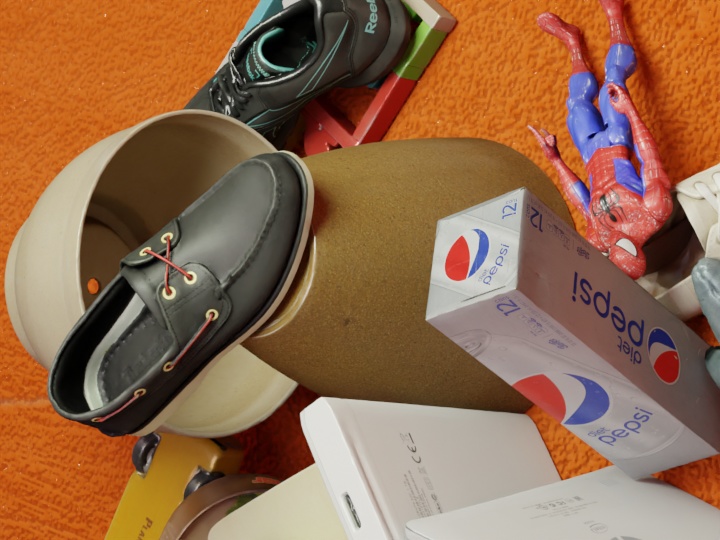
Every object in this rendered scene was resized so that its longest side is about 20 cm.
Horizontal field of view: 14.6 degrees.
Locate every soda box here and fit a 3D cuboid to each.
[{"bbox_3d":[0.122,0.038,1.559,0.063,0.200,0.069,-20,49,35],"label":"soda box"}]

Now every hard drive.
[{"bbox_3d":[0.058,0.138,1.602,0.027,0.200,0.132,-38,64,29],"label":"hard drive"}]

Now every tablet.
[{"bbox_3d":[0.133,0.149,1.544,0.130,0.200,0.014,27,115,37],"label":"tablet"}]

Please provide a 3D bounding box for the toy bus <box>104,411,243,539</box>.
[{"bbox_3d":[-0.126,0.192,1.817,0.065,0.078,0.201,33,105,38],"label":"toy bus"}]

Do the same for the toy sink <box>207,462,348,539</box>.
[{"bbox_3d":[-0.040,0.224,1.599,0.130,0.112,0.201,-32,77,38],"label":"toy sink"}]

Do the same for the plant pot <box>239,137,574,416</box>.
[{"bbox_3d":[0.000,0.000,1.664,0.186,0.200,0.187,-6,80,37],"label":"plant pot"}]

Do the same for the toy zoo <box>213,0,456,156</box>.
[{"bbox_3d":[-0.035,-0.117,1.817,0.131,0.020,0.200,45,112,32],"label":"toy zoo"}]

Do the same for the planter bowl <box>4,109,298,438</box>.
[{"bbox_3d":[-0.138,0.008,1.767,0.134,0.200,0.201,-8,80,47],"label":"planter bowl"}]

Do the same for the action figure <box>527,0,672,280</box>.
[{"bbox_3d":[0.139,-0.077,1.622,0.065,0.052,0.201,-33,50,29],"label":"action figure"}]

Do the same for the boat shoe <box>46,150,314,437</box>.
[{"bbox_3d":[-0.100,0.014,1.576,0.202,0.063,0.074,-50,56,21],"label":"boat shoe"}]

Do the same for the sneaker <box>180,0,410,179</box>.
[{"bbox_3d":[-0.062,-0.123,1.777,0.200,0.079,0.076,-36,66,32],"label":"sneaker"}]

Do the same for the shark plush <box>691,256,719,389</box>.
[{"bbox_3d":[0.239,0.085,1.531,0.091,0.083,0.201,-23,72,17],"label":"shark plush"}]

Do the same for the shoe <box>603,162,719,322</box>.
[{"bbox_3d":[0.187,-0.008,1.610,0.200,0.053,0.070,-40,63,28],"label":"shoe"}]

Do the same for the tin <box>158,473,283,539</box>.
[{"bbox_3d":[-0.091,0.220,1.767,0.201,0.112,0.042,-65,28,13],"label":"tin"}]
